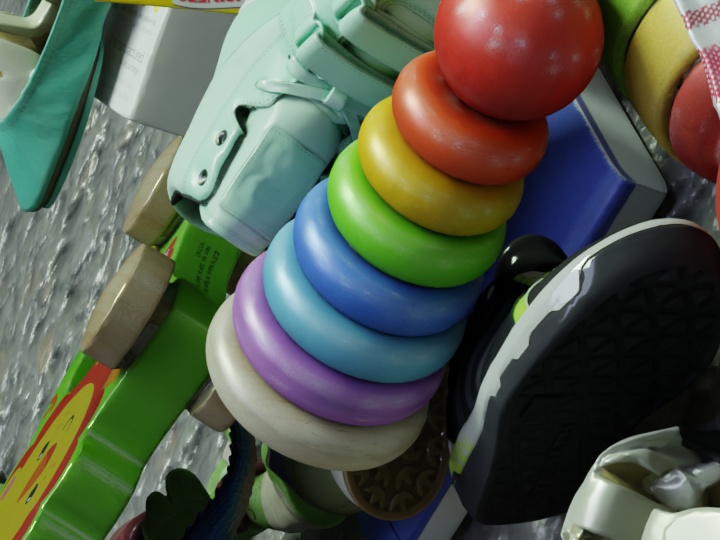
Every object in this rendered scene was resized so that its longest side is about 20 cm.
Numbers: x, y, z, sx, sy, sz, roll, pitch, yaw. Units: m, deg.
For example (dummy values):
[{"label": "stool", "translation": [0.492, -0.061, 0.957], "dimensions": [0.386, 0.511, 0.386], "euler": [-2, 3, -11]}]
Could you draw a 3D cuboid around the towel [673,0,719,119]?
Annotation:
[{"label": "towel", "translation": [0.145, -0.146, 0.697], "dimensions": [0.146, 0.030, 0.200], "euler": [-22, 68, 14]}]

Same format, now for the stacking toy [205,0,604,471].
[{"label": "stacking toy", "translation": [0.018, -0.025, 0.793], "dimensions": [0.085, 0.085, 0.200], "euler": [-100, 29, -45]}]

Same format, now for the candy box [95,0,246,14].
[{"label": "candy box", "translation": [-0.004, -0.137, 0.973], "dimensions": [0.102, 0.200, 0.026], "euler": [-57, -35, -42]}]

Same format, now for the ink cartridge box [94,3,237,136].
[{"label": "ink cartridge box", "translation": [-0.041, -0.159, 1.137], "dimensions": [0.129, 0.125, 0.200], "euler": [33, 105, 65]}]

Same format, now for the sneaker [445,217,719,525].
[{"label": "sneaker", "translation": [0.062, 0.020, 0.814], "dimensions": [0.200, 0.072, 0.083], "euler": [118, 144, -59]}]

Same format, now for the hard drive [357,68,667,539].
[{"label": "hard drive", "translation": [0.047, 0.011, 0.964], "dimensions": [0.200, 0.025, 0.132], "euler": [-61, 27, 26]}]

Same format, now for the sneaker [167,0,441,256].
[{"label": "sneaker", "translation": [-0.001, -0.059, 0.846], "dimensions": [0.200, 0.074, 0.118], "euler": [-16, 47, 61]}]

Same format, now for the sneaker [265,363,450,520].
[{"label": "sneaker", "translation": [0.000, 0.000, 0.954], "dimensions": [0.090, 0.067, 0.201], "euler": [-9, 70, 58]}]

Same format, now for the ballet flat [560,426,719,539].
[{"label": "ballet flat", "translation": [0.109, 0.081, 0.738], "dimensions": [0.200, 0.068, 0.068], "euler": [10, 78, 65]}]

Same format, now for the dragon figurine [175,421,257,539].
[{"label": "dragon figurine", "translation": [-0.081, 0.142, 0.908], "dimensions": [0.059, 0.099, 0.200], "euler": [158, 114, -67]}]

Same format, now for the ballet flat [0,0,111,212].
[{"label": "ballet flat", "translation": [-0.145, -0.126, 1.099], "dimensions": [0.200, 0.070, 0.067], "euler": [-67, 25, 16]}]

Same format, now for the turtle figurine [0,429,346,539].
[{"label": "turtle figurine", "translation": [-0.101, 0.092, 1.084], "dimensions": [0.194, 0.144, 0.200], "euler": [-22, 59, 57]}]

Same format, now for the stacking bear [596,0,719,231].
[{"label": "stacking bear", "translation": [0.133, -0.074, 0.750], "dimensions": [0.114, 0.121, 0.200], "euler": [-47, 43, 38]}]

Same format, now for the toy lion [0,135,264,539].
[{"label": "toy lion", "translation": [-0.105, 0.062, 0.950], "dimensions": [0.192, 0.069, 0.200], "euler": [-54, 12, 20]}]
